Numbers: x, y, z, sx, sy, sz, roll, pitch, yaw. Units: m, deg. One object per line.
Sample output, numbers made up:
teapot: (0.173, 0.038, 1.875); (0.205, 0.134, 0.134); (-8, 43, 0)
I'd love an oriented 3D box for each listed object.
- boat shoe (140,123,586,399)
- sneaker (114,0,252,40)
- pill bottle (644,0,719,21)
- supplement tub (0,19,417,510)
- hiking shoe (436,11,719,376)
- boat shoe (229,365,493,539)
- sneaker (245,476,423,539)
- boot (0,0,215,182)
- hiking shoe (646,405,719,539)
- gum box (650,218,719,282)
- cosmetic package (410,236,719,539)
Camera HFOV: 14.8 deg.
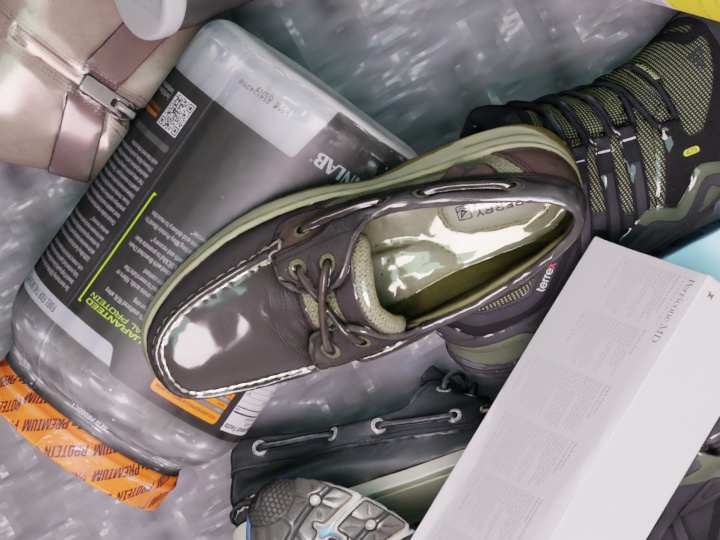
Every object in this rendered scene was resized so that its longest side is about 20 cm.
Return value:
boat shoe: (0.001, 0.001, 1.151); (0.200, 0.066, 0.072); (-24, 107, 2)
sneaker: (-0.072, -0.209, 1.236); (0.099, 0.071, 0.201); (-14, 99, -35)
pill bottle: (0.198, -0.150, 1.172); (0.199, 0.112, 0.112); (19, 95, 28)
supplement tub: (-0.073, -0.001, 1.241); (0.122, 0.123, 0.200); (36, 94, 0)
hiking shoe: (0.097, -0.048, 1.223); (0.200, 0.076, 0.101); (-50, 136, -4)
boat shoe: (0.032, 0.078, 1.271); (0.199, 0.075, 0.066); (-19, 64, 7)
sneaker: (0.008, 0.163, 1.241); (0.078, 0.090, 0.200); (-46, 120, -9)
boot: (-0.129, -0.146, 1.268); (0.146, 0.070, 0.200); (32, 92, -8)
hiking shoe: (0.140, 0.126, 1.237); (0.100, 0.076, 0.200); (29, 133, -15)
gum box: (0.253, 0.026, 1.269); (0.200, 0.045, 0.170); (-28, 93, 4)
cosmetic package: (0.086, 0.089, 1.166); (0.051, 0.082, 0.200); (36, 83, -32)
